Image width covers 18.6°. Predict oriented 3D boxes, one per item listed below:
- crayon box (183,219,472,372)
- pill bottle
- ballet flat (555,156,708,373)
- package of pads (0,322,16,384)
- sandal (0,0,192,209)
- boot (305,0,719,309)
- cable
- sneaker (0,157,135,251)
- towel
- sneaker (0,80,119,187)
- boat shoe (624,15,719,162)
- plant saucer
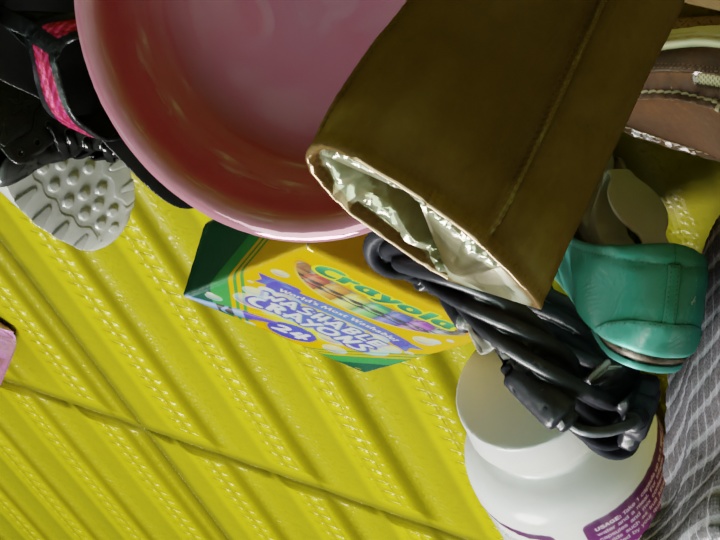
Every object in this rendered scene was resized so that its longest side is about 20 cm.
[{"bbox_3d":[0.000,0.000,1.201,0.125,0.052,0.200,24,160,-21],"label":"crayon box"},{"bbox_3d":[0.124,0.117,1.246,0.111,0.113,0.200,14,152,33],"label":"pill bottle"},{"bbox_3d":[0.114,-0.018,1.030,0.067,0.071,0.200,8,-164,-18],"label":"ballet flat"},{"bbox_3d":[-0.338,0.109,1.766,0.075,0.121,0.200,27,157,-8],"label":"package of pads"},{"bbox_3d":[-0.134,-0.101,1.154,0.200,0.075,0.045,40,-175,-30],"label":"sandal"},{"bbox_3d":[0.096,-0.070,0.790,0.174,0.201,0.066,33,157,-6],"label":"boot"},{"bbox_3d":[0.074,0.030,1.061,0.163,0.051,0.200,35,-172,7],"label":"cable"},{"bbox_3d":[-0.213,-0.091,1.299,0.200,0.077,0.080,47,163,-25],"label":"sneaker"},{"bbox_3d":[0.180,0.071,1.006,0.085,0.167,0.200,8,158,-3],"label":"towel"},{"bbox_3d":[-0.173,-0.079,1.212,0.199,0.105,0.060,35,156,-11],"label":"sneaker"},{"bbox_3d":[0.173,-0.053,0.880,0.201,0.075,0.075,7,158,43],"label":"boat shoe"},{"bbox_3d":[-0.023,-0.115,0.922,0.199,0.051,0.203,6,107,21],"label":"plant saucer"}]
